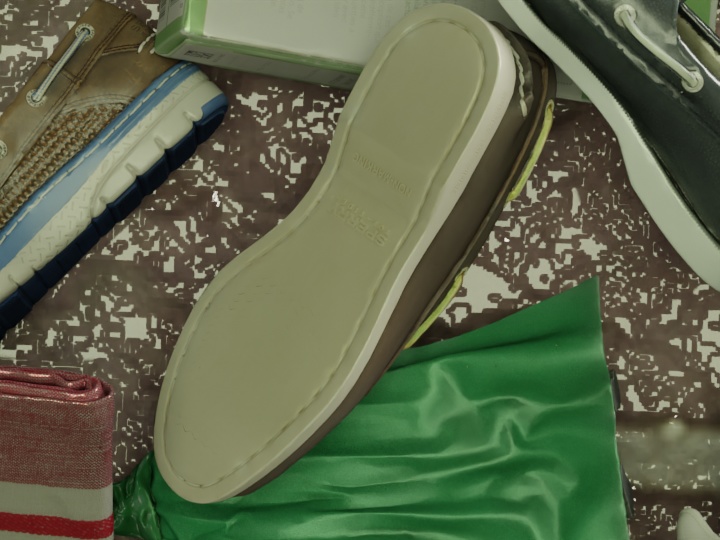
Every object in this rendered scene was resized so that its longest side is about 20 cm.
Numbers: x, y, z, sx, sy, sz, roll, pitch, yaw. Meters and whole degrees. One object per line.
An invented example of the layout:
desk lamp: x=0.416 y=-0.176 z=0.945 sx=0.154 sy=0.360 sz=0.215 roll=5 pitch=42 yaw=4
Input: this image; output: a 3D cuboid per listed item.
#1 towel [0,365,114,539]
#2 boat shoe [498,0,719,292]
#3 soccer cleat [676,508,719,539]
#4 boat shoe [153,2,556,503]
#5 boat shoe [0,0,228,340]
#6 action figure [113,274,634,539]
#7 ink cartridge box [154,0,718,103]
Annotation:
towel: x=-0.154 y=0.114 z=0.926 sx=0.144 sy=0.023 sz=0.200 roll=6 pitch=122 yaw=5
boat shoe: x=0.096 y=-0.087 z=0.931 sx=0.060 sy=0.076 sz=0.200 roll=-33 pitch=106 yaw=21
soccer cleat: x=0.206 y=0.083 z=0.922 sx=0.200 sy=0.069 sz=0.078 roll=-20 pitch=73 yaw=-4
boat shoe: x=0.000 y=0.000 z=0.943 sx=0.072 sy=0.060 sz=0.200 roll=39 pitch=103 yaw=31
boat shoe: x=-0.143 y=-0.018 z=0.986 sx=0.200 sy=0.072 sz=0.072 roll=-43 pitch=84 yaw=-11
action figure: x=-0.003 y=0.074 z=0.981 sx=0.200 sy=0.055 sz=0.118 roll=-7 pitch=74 yaw=11
ink cartridge box: x=0.033 y=-0.135 z=0.988 sx=0.200 sy=0.048 sz=0.146 roll=9 pitch=80 yaw=-16
